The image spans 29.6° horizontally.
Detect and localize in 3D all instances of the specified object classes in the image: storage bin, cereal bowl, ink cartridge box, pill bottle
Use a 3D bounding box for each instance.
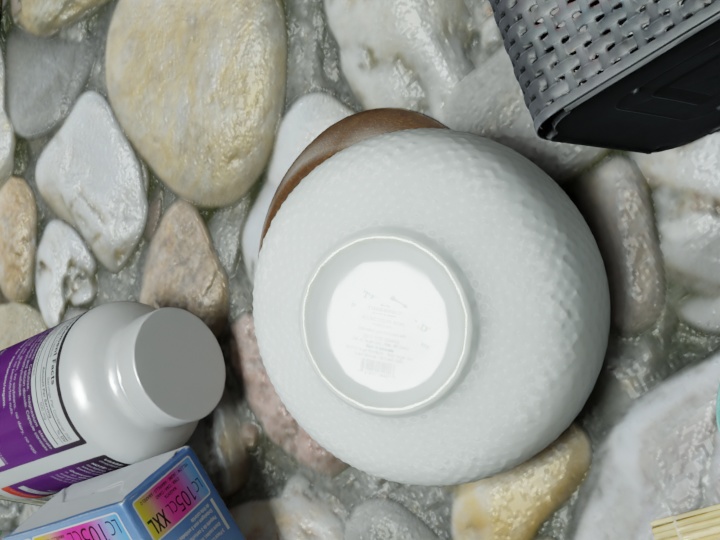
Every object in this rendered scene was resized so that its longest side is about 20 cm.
[{"bbox_3d":[0.169,-0.139,0.604,0.200,0.135,0.094,-29,70,38],"label":"storage bin"},{"bbox_3d":[0.028,0.023,0.728,0.200,0.083,0.200,2,96,21],"label":"cereal bowl"},{"bbox_3d":[-0.122,0.227,0.879,0.136,0.076,0.200,-23,102,40],"label":"ink cartridge box"},{"bbox_3d":[-0.187,0.088,0.943,0.200,0.112,0.112,-21,76,39],"label":"pill bottle"}]

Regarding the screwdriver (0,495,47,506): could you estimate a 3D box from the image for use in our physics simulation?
[{"bbox_3d":[-0.242,0.176,1.051,0.200,0.028,0.029,5,63,43],"label":"screwdriver"}]

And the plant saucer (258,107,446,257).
[{"bbox_3d":[0.000,0.000,0.826,0.200,0.037,0.200,-1,89,42],"label":"plant saucer"}]

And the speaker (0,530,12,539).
[{"bbox_3d":[-0.334,0.246,1.016,0.088,0.200,0.088,0,90,42],"label":"speaker"}]

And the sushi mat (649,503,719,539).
[{"bbox_3d":[0.232,0.140,0.630,0.200,0.012,0.096,-25,72,39],"label":"sushi mat"}]

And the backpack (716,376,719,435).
[{"bbox_3d":[0.232,0.019,0.550,0.167,0.127,0.200,37,108,38],"label":"backpack"}]
